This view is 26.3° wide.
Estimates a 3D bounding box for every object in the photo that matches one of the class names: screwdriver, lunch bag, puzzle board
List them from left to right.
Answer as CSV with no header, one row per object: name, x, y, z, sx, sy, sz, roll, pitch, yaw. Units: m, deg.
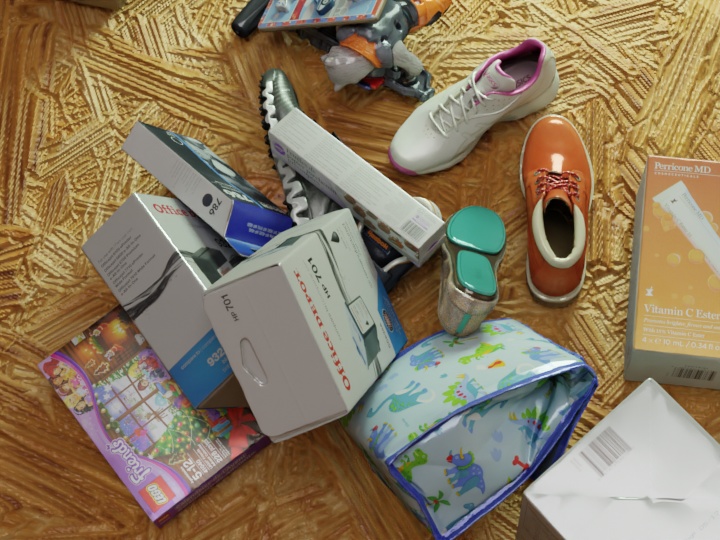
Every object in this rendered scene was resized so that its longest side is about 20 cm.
screwdriver,-0.070,-0.327,1.659,0.028,0.029,0.200,35,76,15
puzzle board,-0.014,-0.334,1.606,0.151,0.017,0.200,1,57,36
lunch bag,0.099,0.127,1.390,0.200,0.170,0.127,-38,114,-8

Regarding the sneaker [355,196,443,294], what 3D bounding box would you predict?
sneaker,0.000,0.000,1.505,0.078,0.079,0.200,41,79,16

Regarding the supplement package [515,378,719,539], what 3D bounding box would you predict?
supplement package,0.240,0.221,1.339,0.152,0.200,0.151,-40,72,-11

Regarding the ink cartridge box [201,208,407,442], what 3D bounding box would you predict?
ink cartridge box,-0.045,0.044,1.377,0.086,0.200,0.147,-21,99,20

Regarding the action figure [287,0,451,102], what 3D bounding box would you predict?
action figure,0.005,-0.271,1.596,0.200,0.105,0.194,23,63,11

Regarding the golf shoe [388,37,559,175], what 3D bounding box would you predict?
golf shoe,0.112,-0.171,1.555,0.200,0.092,0.075,-34,72,-7

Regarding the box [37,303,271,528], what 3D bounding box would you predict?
box,-0.200,0.129,1.489,0.137,0.039,0.200,-38,72,-9

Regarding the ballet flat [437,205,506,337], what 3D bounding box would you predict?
ballet flat,0.099,0.002,1.478,0.068,0.200,0.067,21,117,0

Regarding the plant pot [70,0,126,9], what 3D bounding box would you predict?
plant pot,-0.295,-0.394,1.622,0.177,0.200,0.200,30,74,2

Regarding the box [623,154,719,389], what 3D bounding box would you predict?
box,0.323,0.003,1.471,0.124,0.097,0.200,5,70,6

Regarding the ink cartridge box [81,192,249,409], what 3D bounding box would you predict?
ink cartridge box,-0.149,0.029,1.457,0.084,0.145,0.200,-44,71,17

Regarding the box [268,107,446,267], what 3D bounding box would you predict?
box,-0.004,-0.081,1.477,0.200,0.039,0.041,38,69,21

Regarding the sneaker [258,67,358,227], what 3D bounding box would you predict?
sneaker,-0.047,-0.117,1.561,0.090,0.066,0.200,-14,73,-4

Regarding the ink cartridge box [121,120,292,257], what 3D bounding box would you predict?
ink cartridge box,-0.139,-0.075,1.504,0.200,0.099,0.039,41,104,31

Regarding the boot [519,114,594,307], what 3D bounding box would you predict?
boot,0.195,-0.075,1.506,0.075,0.107,0.200,-2,68,5
